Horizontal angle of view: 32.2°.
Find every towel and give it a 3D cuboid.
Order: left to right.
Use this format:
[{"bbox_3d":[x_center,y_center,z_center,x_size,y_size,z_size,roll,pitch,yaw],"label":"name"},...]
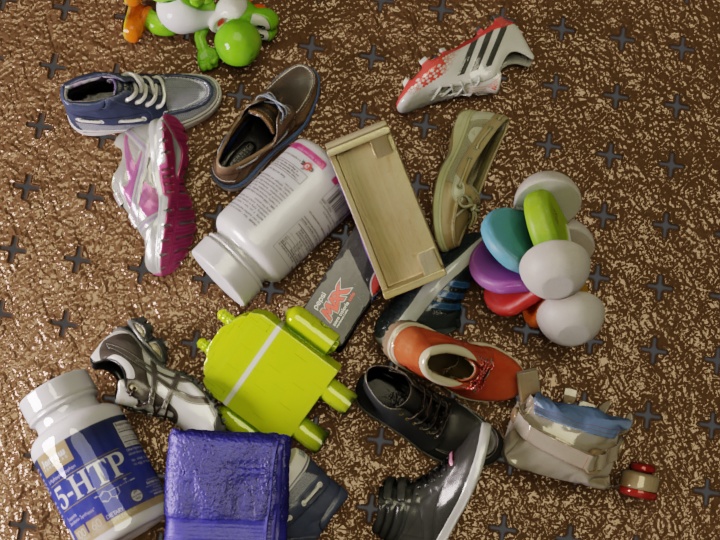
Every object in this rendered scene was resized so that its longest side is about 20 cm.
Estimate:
[{"bbox_3d":[-0.153,0.283,1.426,0.147,0.050,0.201,3,82,-6],"label":"towel"}]

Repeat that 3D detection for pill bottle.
[{"bbox_3d":[-0.318,0.225,1.473,0.119,0.120,0.201,-29,80,-9],"label":"pill bottle"},{"bbox_3d":[-0.107,-0.058,1.550,0.113,0.113,0.200,44,79,7],"label":"pill bottle"}]

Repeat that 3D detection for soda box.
[{"bbox_3d":[0.000,0.000,1.569,0.071,0.063,0.201,31,78,4],"label":"soda box"}]

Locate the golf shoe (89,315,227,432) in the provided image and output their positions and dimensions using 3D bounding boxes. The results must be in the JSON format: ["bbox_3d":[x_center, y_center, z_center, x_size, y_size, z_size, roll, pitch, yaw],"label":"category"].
[{"bbox_3d":[-0.245,0.153,1.506,0.094,0.078,0.200,-35,70,-33],"label":"golf shoe"}]

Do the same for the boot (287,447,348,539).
[{"bbox_3d":[-0.106,0.316,1.491,0.090,0.073,0.200,41,89,-12],"label":"boot"}]

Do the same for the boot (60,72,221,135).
[{"bbox_3d":[-0.276,-0.219,1.582,0.199,0.090,0.073,-13,78,-6],"label":"boot"}]

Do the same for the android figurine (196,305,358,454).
[{"bbox_3d":[-0.107,0.128,1.515,0.200,0.041,0.183,35,102,4],"label":"android figurine"}]

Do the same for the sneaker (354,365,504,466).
[{"bbox_3d":[0.085,0.180,1.509,0.199,0.106,0.075,24,77,3],"label":"sneaker"}]

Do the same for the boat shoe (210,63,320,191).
[{"bbox_3d":[-0.117,-0.189,1.600,0.072,0.072,0.201,33,78,4],"label":"boat shoe"}]

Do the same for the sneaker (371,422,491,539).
[{"bbox_3d":[0.079,0.255,1.486,0.099,0.071,0.201,27,102,4],"label":"sneaker"}]

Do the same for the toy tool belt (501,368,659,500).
[{"bbox_3d":[0.274,0.196,1.508,0.199,0.125,0.124,13,85,0],"label":"toy tool belt"}]

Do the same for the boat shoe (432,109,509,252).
[{"bbox_3d":[0.139,-0.115,1.583,0.063,0.073,0.202,6,61,21],"label":"boat shoe"}]

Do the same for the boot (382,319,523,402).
[{"bbox_3d":[0.131,0.123,1.502,0.199,0.107,0.075,19,92,-27],"label":"boot"}]

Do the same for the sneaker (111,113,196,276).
[{"bbox_3d":[-0.265,-0.092,1.573,0.088,0.081,0.201,-4,85,20],"label":"sneaker"}]

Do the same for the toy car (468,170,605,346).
[{"bbox_3d":[0.209,-0.009,1.522,0.149,0.200,0.176,-12,46,15],"label":"toy car"}]

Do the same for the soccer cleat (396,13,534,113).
[{"bbox_3d":[0.137,-0.255,1.633,0.200,0.069,0.085,-35,77,-14],"label":"soccer cleat"}]

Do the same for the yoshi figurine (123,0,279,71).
[{"bbox_3d":[-0.207,-0.318,1.615,0.199,0.112,0.113,9,93,-3],"label":"yoshi figurine"}]

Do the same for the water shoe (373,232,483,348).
[{"bbox_3d":[0.100,0.036,1.574,0.200,0.071,0.079,-45,112,-14],"label":"water shoe"}]

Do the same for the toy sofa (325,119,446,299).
[{"bbox_3d":[0.031,-0.073,1.504,0.082,0.098,0.201,-22,99,3],"label":"toy sofa"}]
